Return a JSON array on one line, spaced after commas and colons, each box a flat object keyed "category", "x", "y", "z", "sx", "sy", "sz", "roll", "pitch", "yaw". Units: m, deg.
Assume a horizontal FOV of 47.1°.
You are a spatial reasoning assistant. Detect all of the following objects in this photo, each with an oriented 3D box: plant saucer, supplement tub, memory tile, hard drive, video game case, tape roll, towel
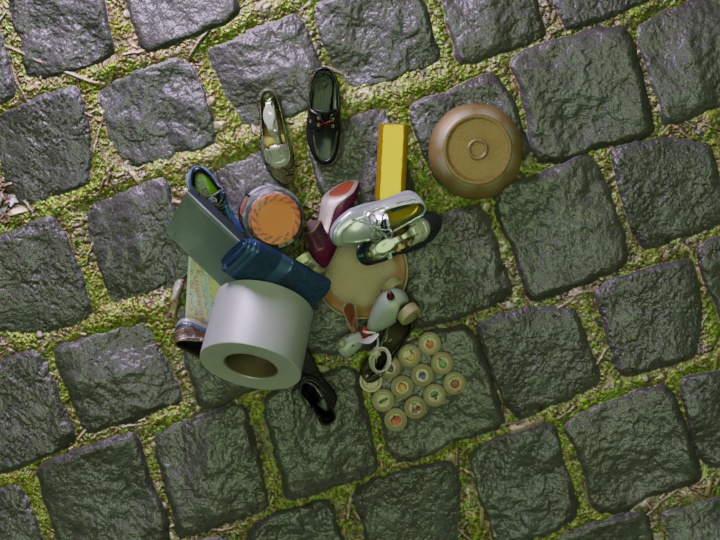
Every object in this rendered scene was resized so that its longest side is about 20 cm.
[{"category": "plant saucer", "x": 0.000, "y": 0.000, "z": 1.739, "sx": 0.198, "sy": 0.035, "sz": 0.202, "roll": 0, "pitch": 93, "yaw": 0}, {"category": "plant saucer", "x": 0.242, "y": -0.251, "z": 1.723, "sx": 0.198, "sy": 0.035, "sz": 0.202, "roll": 0, "pitch": 91, "yaw": 0}, {"category": "supplement tub", "x": -0.178, "y": -0.109, "z": 1.645, "sx": 0.122, "sy": 0.200, "sz": 0.124, "roll": -2, "pitch": 99, "yaw": -12}, {"category": "memory tile", "x": 0.110, "y": 0.236, "z": 1.758, "sx": 0.199, "sy": 0.017, "sz": 0.154, "roll": -32, "pitch": 92, "yaw": 1}, {"category": "hard drive", "x": -0.296, "y": -0.055, "z": 1.678, "sx": 0.200, "sy": 0.033, "sz": 0.140, "roll": 43, "pitch": 133, "yaw": 3}, {"category": "video game case", "x": -0.277, "y": 0.056, "z": 1.748, "sx": 0.180, "sy": 0.023, "sz": 0.202, "roll": 3, "pitch": 92, "yaw": 0}, {"category": "tape roll", "x": -0.201, "y": 0.128, "z": 1.615, "sx": 0.201, "sy": 0.203, "sz": 0.140, "roll": 11, "pitch": 59, "yaw": 0}, {"category": "towel", "x": -0.162, "y": 0.005, "z": 1.599, "sx": 0.199, "sy": 0.111, "sz": 0.049, "roll": 29, "pitch": 48, "yaw": -25}]

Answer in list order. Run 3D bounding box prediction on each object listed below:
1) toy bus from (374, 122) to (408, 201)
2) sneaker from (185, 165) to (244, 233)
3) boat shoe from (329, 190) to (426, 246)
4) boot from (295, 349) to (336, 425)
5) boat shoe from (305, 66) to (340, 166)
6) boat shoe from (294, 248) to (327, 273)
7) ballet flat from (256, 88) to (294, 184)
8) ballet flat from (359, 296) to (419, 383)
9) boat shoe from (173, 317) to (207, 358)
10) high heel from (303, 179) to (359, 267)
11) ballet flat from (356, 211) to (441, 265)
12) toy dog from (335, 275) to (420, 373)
[{"category": "toy bus", "x": 0.064, "y": -0.199, "z": 1.711, "sx": 0.065, "sy": 0.078, "sz": 0.202, "roll": 3, "pitch": 92, "yaw": 0}, {"category": "sneaker", "x": -0.303, "y": -0.125, "z": 1.704, "sx": 0.078, "sy": 0.089, "sz": 0.201, "roll": -30, "pitch": 93, "yaw": -8}, {"category": "boat shoe", "x": 0.040, "y": -0.092, "z": 1.631, "sx": 0.201, "sy": 0.086, "sz": 0.075, "roll": -21, "pitch": 117, "yaw": -10}, {"category": "boot", "x": -0.114, "y": 0.219, "z": 1.696, "sx": 0.070, "sy": 0.132, "sz": 0.200, "roll": -43, "pitch": 93, "yaw": 2}, {"category": "boat shoe", "x": -0.078, "y": -0.320, "z": 1.716, "sx": 0.073, "sy": 0.063, "sz": 0.203, "roll": 0, "pitch": 93, "yaw": -2}, {"category": "boat shoe", "x": -0.160, "y": 0.035, "z": 1.699, "sx": 0.199, "sy": 0.072, "sz": 0.065, "roll": -36, "pitch": 90, "yaw": 1}, {"category": "ballet flat", "x": -0.180, "y": -0.279, "z": 1.709, "sx": 0.067, "sy": 0.075, "sz": 0.202, "roll": -10, "pitch": 92, "yaw": -1}, {"category": "ballet flat", "x": 0.065, "y": 0.147, "z": 1.719, "sx": 0.067, "sy": 0.046, "sz": 0.201, "roll": 34, "pitch": 88, "yaw": -20}, {"category": "boat shoe", "x": -0.294, "y": 0.170, "z": 1.708, "sx": 0.199, "sy": 0.073, "sz": 0.072, "roll": 22, "pitch": 126, "yaw": -12}, {"category": "high heel", "x": -0.050, "y": -0.101, "z": 1.706, "sx": 0.200, "sy": 0.067, "sz": 0.097, "roll": -50, "pitch": 135, "yaw": -34}, {"category": "ballet flat", "x": 0.085, "y": -0.065, "z": 1.687, "sx": 0.199, "sy": 0.073, "sz": 0.073, "roll": -25, "pitch": 92, "yaw": -11}, {"category": "toy dog", "x": 0.028, "y": 0.098, "z": 1.669, "sx": 0.131, "sy": 0.096, "sz": 0.201, "roll": 30, "pitch": 88, "yaw": 28}]
